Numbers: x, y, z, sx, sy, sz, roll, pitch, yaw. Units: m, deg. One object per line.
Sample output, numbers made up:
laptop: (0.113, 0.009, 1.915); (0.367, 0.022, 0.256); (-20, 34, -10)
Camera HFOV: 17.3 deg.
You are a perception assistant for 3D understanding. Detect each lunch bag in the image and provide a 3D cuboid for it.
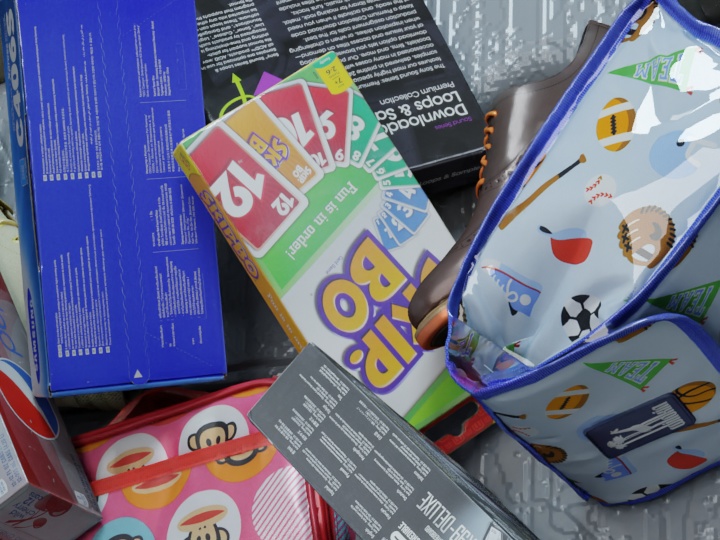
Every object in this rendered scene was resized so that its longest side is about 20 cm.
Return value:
lunch bag: (-0.091, 0.139, 1.199); (0.199, 0.082, 0.178); (-19, 58, 20)
lunch bag: (0.138, 0.005, 1.085); (0.124, 0.170, 0.200); (36, 87, 37)

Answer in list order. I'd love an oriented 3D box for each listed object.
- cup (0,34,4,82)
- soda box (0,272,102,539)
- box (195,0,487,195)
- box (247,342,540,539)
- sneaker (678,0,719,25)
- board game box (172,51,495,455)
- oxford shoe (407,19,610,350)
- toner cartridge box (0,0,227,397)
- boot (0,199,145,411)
cup: (-0.263, -0.224, 1.388); (0.199, 0.143, 0.202); (-10, 65, 22)
soda box: (-0.205, 0.056, 1.205); (0.063, 0.070, 0.201); (-37, 56, 13)
box: (-0.031, -0.115, 1.254); (0.142, 0.036, 0.201); (-16, 58, -17)
box: (0.054, 0.132, 1.057); (0.050, 0.158, 0.200); (-48, 45, 0)
sneaker: (0.165, -0.211, 1.224); (0.090, 0.076, 0.202); (-19, 69, 7)
board game box: (0.000, 0.000, 1.169); (0.095, 0.030, 0.201); (-32, 89, -18)
oxford shoe: (0.079, -0.042, 1.161); (0.072, 0.071, 0.200); (40, 65, 9)
toner cartridge box: (-0.125, -0.041, 1.187); (0.094, 0.043, 0.202); (-4, 89, -20)
boot: (-0.181, -0.014, 1.306); (0.153, 0.072, 0.202); (-7, 72, 24)
